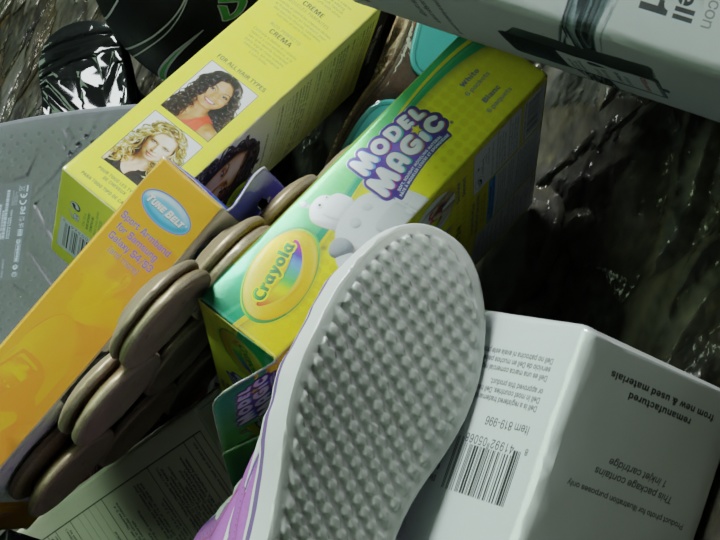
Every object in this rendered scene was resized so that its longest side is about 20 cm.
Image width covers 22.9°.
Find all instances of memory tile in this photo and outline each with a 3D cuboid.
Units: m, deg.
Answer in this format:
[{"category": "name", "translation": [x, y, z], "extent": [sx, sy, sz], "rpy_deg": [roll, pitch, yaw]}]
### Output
[{"category": "memory tile", "translation": [-0.068, 0.021, 0.784], "extent": [0.200, 0.017, 0.154], "rpy_deg": [-38, -14, -52]}]

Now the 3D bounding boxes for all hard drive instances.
[{"category": "hard drive", "translation": [-0.146, -0.019, 0.966], "extent": [0.199, 0.042, 0.136], "rpy_deg": [-4, 72, 25]}]

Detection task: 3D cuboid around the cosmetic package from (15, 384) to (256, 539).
[{"category": "cosmetic package", "translation": [-0.083, 0.128, 0.890], "extent": [0.071, 0.105, 0.200], "rpy_deg": [-35, 1, -44]}]

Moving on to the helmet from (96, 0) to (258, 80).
[{"category": "helmet", "translation": [-0.069, -0.194, 1.030], "extent": [0.191, 0.199, 0.201], "rpy_deg": [120, 156, -50]}]

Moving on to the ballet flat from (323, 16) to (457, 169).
[{"category": "ballet flat", "translation": [0.033, -0.087, 0.918], "extent": [0.065, 0.070, 0.201], "rpy_deg": [-96, 32, -89]}]

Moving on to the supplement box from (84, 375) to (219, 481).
[{"category": "supplement box", "translation": [-0.112, 0.081, 1.037], "extent": [0.200, 0.061, 0.109], "rpy_deg": [-39, 38, 44]}]

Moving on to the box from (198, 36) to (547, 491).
[{"category": "box", "translation": [0.000, 0.000, 0.766], "extent": [0.200, 0.048, 0.118], "rpy_deg": [-48, -19, -20]}]

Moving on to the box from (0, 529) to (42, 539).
[{"category": "box", "translation": [-0.136, 0.232, 0.837], "extent": [0.200, 0.181, 0.105], "rpy_deg": [-41, 35, 40]}]

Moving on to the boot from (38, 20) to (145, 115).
[{"category": "boot", "translation": [-0.138, -0.034, 1.093], "extent": [0.076, 0.168, 0.201], "rpy_deg": [-12, 67, 9]}]

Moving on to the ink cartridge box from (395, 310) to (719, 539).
[{"category": "ink cartridge box", "translation": [0.046, 0.122, 0.700], "extent": [0.146, 0.083, 0.201], "rpy_deg": [9, 77, 61]}]

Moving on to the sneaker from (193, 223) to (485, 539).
[{"category": "sneaker", "translation": [-0.024, 0.076, 0.697], "extent": [0.201, 0.072, 0.114], "rpy_deg": [-67, 19, -10]}]

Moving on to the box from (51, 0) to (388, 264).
[{"category": "box", "translation": [-0.066, -0.074, 0.873], "extent": [0.200, 0.050, 0.075], "rpy_deg": [-47, -11, -31]}]

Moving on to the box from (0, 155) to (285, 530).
[{"category": "box", "translation": [-0.111, 0.028, 0.782], "extent": [0.200, 0.041, 0.119], "rpy_deg": [-51, -9, -2]}]

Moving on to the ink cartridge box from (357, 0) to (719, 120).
[{"category": "ink cartridge box", "translation": [0.099, -0.152, 0.677], "extent": [0.199, 0.083, 0.147], "rpy_deg": [20, 88, 18]}]
